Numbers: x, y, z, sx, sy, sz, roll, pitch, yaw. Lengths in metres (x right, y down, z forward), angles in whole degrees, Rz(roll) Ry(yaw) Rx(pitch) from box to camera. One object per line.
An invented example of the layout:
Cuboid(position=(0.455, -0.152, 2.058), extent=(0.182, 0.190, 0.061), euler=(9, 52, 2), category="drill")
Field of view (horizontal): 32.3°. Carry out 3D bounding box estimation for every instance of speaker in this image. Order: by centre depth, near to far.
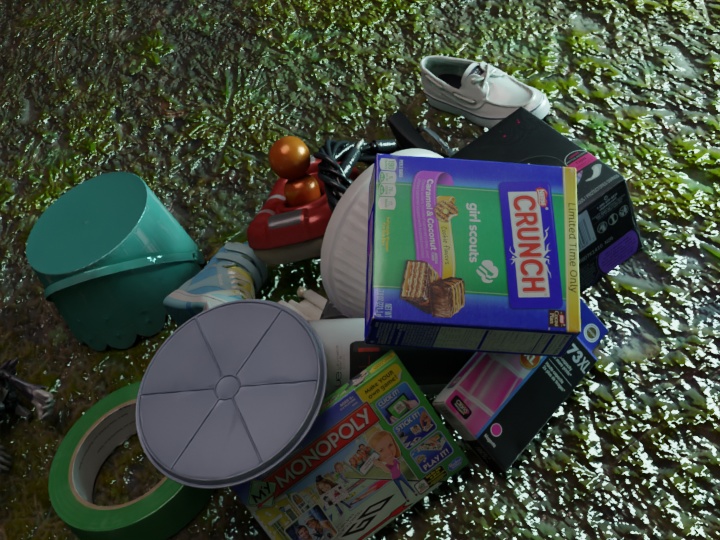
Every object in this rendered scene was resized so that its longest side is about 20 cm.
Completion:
Cuboid(position=(0.039, 0.087, 1.258), extent=(0.197, 0.082, 0.082), euler=(-1, 39, -13), category="speaker")

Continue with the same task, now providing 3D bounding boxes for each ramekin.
Cuboid(position=(0.061, -0.020, 1.327), extent=(0.202, 0.203, 0.094), euler=(-42, 46, -15), category="ramekin")

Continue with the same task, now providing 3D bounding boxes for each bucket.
Cuboid(position=(-0.316, -0.015, 1.579), extent=(0.205, 0.135, 0.209), euler=(-17, 42, 16), category="bucket")

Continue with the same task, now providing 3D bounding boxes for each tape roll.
Cuboid(position=(-0.247, 0.213, 1.376), extent=(0.198, 0.048, 0.202), euler=(-16, 42, 15), category="tape roll")

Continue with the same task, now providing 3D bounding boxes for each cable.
Cuboid(position=(0.027, -0.087, 1.463), extent=(0.051, 0.162, 0.202), euler=(-50, 44, 35), category="cable")

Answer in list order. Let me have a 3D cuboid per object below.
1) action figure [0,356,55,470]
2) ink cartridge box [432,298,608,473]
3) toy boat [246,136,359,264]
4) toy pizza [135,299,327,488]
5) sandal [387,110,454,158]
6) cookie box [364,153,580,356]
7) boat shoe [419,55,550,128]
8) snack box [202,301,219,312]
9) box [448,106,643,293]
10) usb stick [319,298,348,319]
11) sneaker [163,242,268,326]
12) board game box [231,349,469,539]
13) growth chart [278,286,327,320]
Cuboid(position=(-0.432, 0.177, 1.477), extent=(0.120, 0.101, 0.200), euler=(-56, 0, 8), category="action figure")
Cuboid(position=(0.167, 0.095, 1.232), extent=(0.200, 0.095, 0.037), euler=(-47, 10, -22), category="ink cartridge box")
Cuboid(position=(-0.073, -0.101, 1.512), extent=(0.129, 0.132, 0.200), euler=(-12, 20, 16), category="toy boat")
Cuboid(position=(-0.123, 0.119, 1.194), extent=(0.197, 0.032, 0.202), euler=(-10, 55, 15), category="toy pizza")
Cuboid(position=(0.088, -0.149, 1.536), extent=(0.043, 0.076, 0.201), euler=(-31, 41, -2), category="sandal")
Cuboid(position=(0.107, -0.015, 1.193), extent=(0.197, 0.075, 0.174), euler=(4, 69, -5), category="cookie box")
Cuboid(position=(0.152, -0.233, 1.595), extent=(0.198, 0.066, 0.074), euler=(17, 57, 40), category="boat shoe")
Cuboid(position=(-0.070, 0.078, 1.319), extent=(0.072, 0.198, 0.025), euler=(-123, 51, -64), category="snack box")
Cuboid(position=(0.199, -0.075, 1.377), extent=(0.122, 0.107, 0.200), euler=(-35, 41, -9), category="box")
Cuboid(position=(0.000, 0.000, 1.455), extent=(0.055, 0.033, 0.201), euler=(-5, 41, 25), category="usb stick")
Cuboid(position=(-0.143, 0.021, 1.470), extent=(0.131, 0.080, 0.199), euler=(-47, 31, -22), category="sneaker")
Cuboid(position=(-0.011, 0.189, 1.193), extent=(0.199, 0.135, 0.029), euler=(-36, 18, -2), category="board game box")
Cuboid(position=(-0.101, 0.098, 1.436), extent=(0.199, 0.018, 0.145), euler=(-37, 42, -10), category="growth chart")
